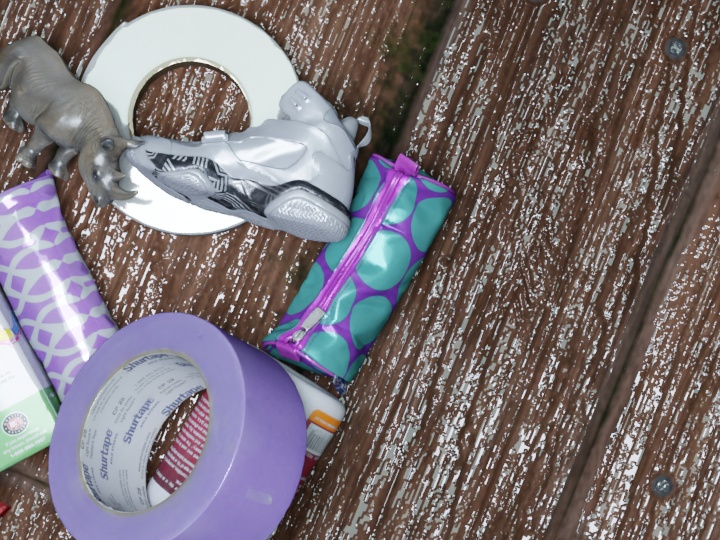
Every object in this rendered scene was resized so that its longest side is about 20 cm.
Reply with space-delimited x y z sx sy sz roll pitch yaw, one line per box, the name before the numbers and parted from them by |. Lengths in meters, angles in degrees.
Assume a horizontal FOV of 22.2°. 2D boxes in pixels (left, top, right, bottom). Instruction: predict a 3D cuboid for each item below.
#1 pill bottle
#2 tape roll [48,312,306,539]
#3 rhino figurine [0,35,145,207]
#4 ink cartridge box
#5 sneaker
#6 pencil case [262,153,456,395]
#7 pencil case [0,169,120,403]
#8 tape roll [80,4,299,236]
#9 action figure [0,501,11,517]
pill bottle | -0.108 0.171 1.550 0.113 0.113 0.200 32 88 -2
tape roll | -0.147 0.140 1.463 0.200 0.085 0.200 -16 61 30
rhino figurine | -0.247 -0.122 1.535 0.200 0.060 0.087 43 109 29
ink cartridge box | -0.352 0.084 1.555 0.145 0.084 0.200 -28 91 -1
sneaker | -0.090 -0.103 1.542 0.200 0.075 0.115 18 76 8
pencil case | 0.000 0.000 1.568 0.085 0.092 0.200 28 86 20
pencil case | -0.254 0.017 1.564 0.085 0.084 0.200 -28 93 -38
tape roll | -0.146 -0.130 1.592 0.203 0.037 0.203 0 90 -3
action figure | -0.376 0.143 1.491 0.200 0.052 0.065 42 96 3
